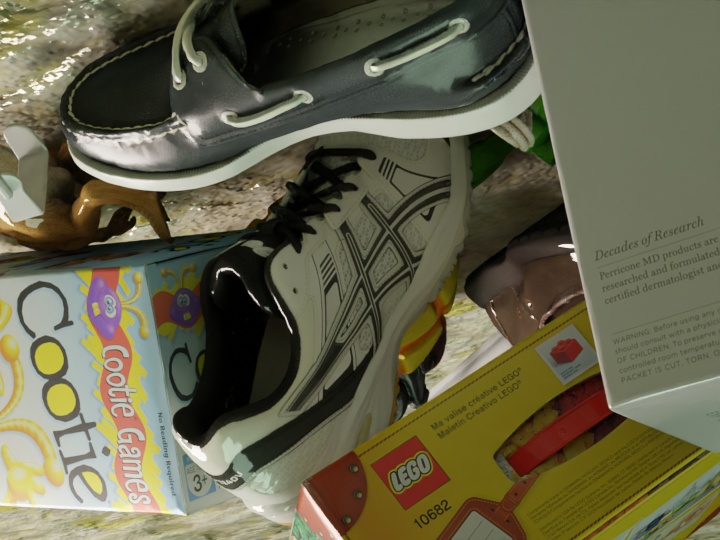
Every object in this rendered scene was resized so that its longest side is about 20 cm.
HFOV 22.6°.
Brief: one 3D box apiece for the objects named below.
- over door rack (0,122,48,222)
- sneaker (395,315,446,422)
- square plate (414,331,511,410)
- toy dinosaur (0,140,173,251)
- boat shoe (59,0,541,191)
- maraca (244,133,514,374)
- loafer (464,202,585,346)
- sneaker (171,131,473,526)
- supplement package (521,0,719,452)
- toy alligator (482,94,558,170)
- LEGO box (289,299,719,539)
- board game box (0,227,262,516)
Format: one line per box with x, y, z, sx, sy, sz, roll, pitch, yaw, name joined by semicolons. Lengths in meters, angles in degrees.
-0.212;-0.042;0.610;0.147;0.067;0.200;-15;152;14;over door rack
0.007;0.049;1.039;0.070;0.099;0.200;-18;163;14;sneaker
0.114;0.034;1.065;0.197;0.029;0.200;-32;171;-31;square plate
-0.135;-0.033;0.748;0.105;0.061;0.200;-11;163;4;toy dinosaur
-0.031;-0.080;0.655;0.198;0.076;0.060;-12;145;21;boat shoe
0.000;0.000;0.871;0.200;0.107;0.137;-43;179;26;maraca
0.105;0.003;0.801;0.073;0.071;0.200;-35;177;-10;loafer
-0.015;-0.003;0.716;0.075;0.202;0.087;-3;155;41;sneaker
0.136;-0.055;0.610;0.119;0.202;0.121;-18;161;23;supplement package
0.081;-0.073;0.732;0.054;0.059;0.200;-54;173;8;toy alligator
0.070;0.091;0.715;0.199;0.077;0.149;-31;158;-23;LEGO box
-0.122;0.044;0.802;0.199;0.104;0.105;-4;-172;40;board game box
